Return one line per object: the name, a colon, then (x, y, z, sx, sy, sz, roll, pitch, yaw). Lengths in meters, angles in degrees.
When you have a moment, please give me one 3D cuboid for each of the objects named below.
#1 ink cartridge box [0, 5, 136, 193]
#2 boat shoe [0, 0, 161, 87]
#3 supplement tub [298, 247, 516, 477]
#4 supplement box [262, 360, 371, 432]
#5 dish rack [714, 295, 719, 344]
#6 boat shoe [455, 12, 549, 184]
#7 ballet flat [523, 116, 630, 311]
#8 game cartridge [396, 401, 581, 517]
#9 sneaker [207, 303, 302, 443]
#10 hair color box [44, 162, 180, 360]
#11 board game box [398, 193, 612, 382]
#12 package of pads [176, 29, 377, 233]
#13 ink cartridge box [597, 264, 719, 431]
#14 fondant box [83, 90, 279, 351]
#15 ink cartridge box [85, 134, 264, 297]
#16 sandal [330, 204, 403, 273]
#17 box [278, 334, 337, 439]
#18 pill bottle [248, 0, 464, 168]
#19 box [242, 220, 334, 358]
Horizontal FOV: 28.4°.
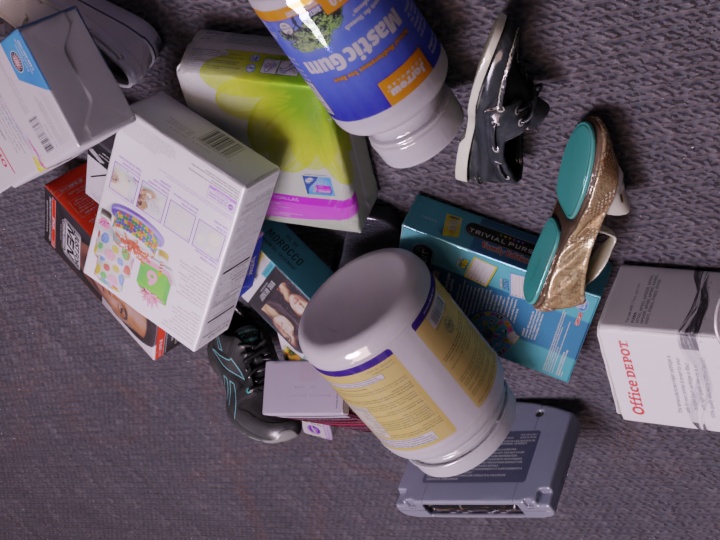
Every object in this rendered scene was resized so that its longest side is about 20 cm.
ink cartridge box: (-0.299, -0.151, 1.307, 0.200, 0.068, 0.115, -17, 102, 53)
boat shoe: (-0.288, -0.233, 1.340, 0.199, 0.065, 0.074, 22, 144, 7)
supplement tub: (0.050, 0.092, 1.384, 0.145, 0.146, 0.200, -11, 130, 40)
supplement box: (-0.003, 0.138, 1.544, 0.109, 0.061, 0.200, -4, 166, 34)
dish rack: (0.385, 0.046, 1.175, 0.200, 0.172, 0.043, 51, 160, -28)
boat shoe: (0.125, -0.135, 1.198, 0.066, 0.075, 0.200, 18, 144, 7)
ballet flat: (0.200, -0.048, 1.262, 0.065, 0.071, 0.200, 4, 130, -14)
game cartridge: (0.141, 0.206, 1.556, 0.200, 0.133, 0.042, -7, 132, 39)
sneaker: (-0.124, 0.113, 1.595, 0.200, 0.075, 0.079, 51, 146, 44)
hair color box: (-0.259, -0.011, 1.536, 0.200, 0.061, 0.102, 44, 148, 19)
board game box: (0.133, 0.019, 1.406, 0.199, 0.047, 0.151, 21, 144, 9)
package of pads: (-0.077, -0.130, 1.336, 0.154, 0.068, 0.200, 9, 140, 20)
ink cartridge box: (0.334, 0.077, 1.321, 0.199, 0.084, 0.145, 4, 139, 26)
fondant box: (-0.171, -0.045, 1.330, 0.144, 0.058, 0.200, 34, 126, 16)
ink cartridge box: (-0.188, -0.058, 1.419, 0.200, 0.044, 0.094, 38, 146, 14)
sandal: (0.001, 0.000, 1.477, 0.076, 0.043, 0.200, 22, 137, -7)
box: (-0.056, 0.118, 1.638, 0.039, 0.042, 0.200, 13, 143, 20)
pill bottle: (0.003, -0.184, 1.181, 0.112, 0.112, 0.200, -10, 131, 39)
box: (-0.100, -0.009, 1.465, 0.200, 0.049, 0.082, 45, 140, 4)
